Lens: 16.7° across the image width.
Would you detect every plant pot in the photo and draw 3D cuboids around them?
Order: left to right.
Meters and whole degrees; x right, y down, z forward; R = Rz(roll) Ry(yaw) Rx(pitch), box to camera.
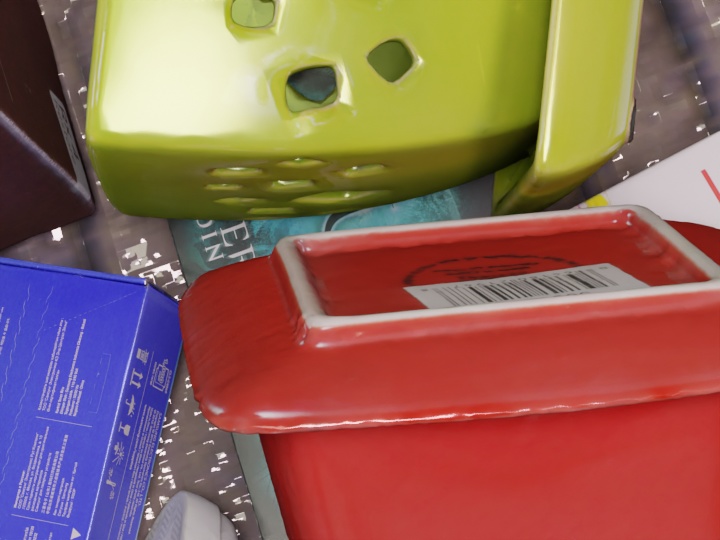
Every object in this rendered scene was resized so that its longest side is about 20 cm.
[{"bbox_3d":[0.006,-0.116,0.867,0.180,0.200,0.201,7,85,-1],"label":"plant pot"}]

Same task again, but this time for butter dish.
[{"bbox_3d":[0.047,0.067,0.781,0.198,0.199,0.149,-5,102,-6],"label":"butter dish"}]

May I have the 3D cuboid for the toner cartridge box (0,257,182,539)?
[{"bbox_3d":[-0.136,0.098,0.949,0.094,0.043,0.201,8,78,23],"label":"toner cartridge box"}]

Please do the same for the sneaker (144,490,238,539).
[{"bbox_3d":[-0.037,0.186,0.920,0.115,0.074,0.201,16,56,-20],"label":"sneaker"}]

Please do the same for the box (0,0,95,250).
[{"bbox_3d":[-0.234,-0.081,0.948,0.199,0.164,0.167,-21,74,5],"label":"box"}]

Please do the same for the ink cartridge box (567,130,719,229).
[{"bbox_3d":[0.112,0.027,0.901,0.199,0.068,0.116,-28,80,-9],"label":"ink cartridge box"}]

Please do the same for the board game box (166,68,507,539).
[{"bbox_3d":[0.000,0.000,0.966,0.134,0.028,0.201,-19,77,5],"label":"board game box"}]
